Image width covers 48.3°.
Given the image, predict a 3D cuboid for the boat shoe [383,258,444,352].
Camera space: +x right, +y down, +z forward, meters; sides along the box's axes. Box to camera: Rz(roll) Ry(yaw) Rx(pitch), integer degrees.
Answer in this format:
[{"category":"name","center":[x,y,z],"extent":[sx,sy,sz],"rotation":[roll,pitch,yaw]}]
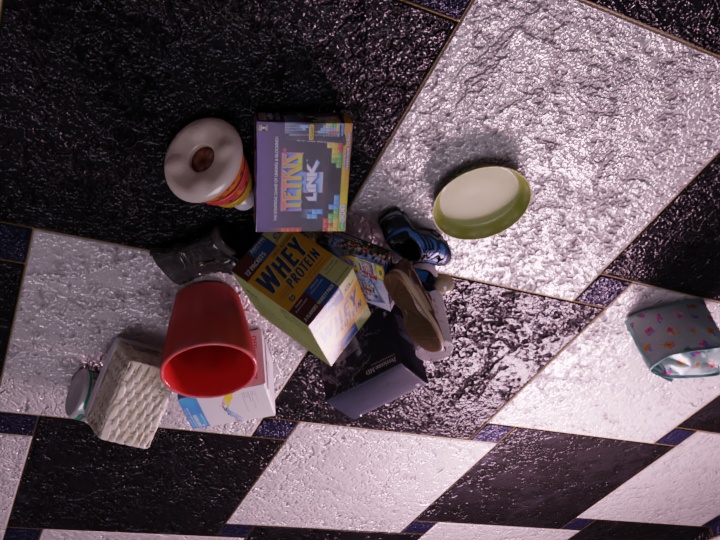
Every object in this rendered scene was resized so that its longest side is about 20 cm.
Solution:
[{"category":"boat shoe","center":[0.115,0.066,1.541],"extent":[0.071,0.072,0.202],"rotation":[-11,121,42]}]

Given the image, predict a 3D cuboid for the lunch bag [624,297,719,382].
[{"category":"lunch bag","center":[0.757,0.171,1.941],"extent":[0.196,0.172,0.123],"rotation":[-7,134,-3]}]

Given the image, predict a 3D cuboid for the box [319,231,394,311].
[{"category":"box","center":[0.000,0.000,1.580],"extent":[0.135,0.038,0.201],"rotation":[22,157,17]}]

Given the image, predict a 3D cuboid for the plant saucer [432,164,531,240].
[{"category":"plant saucer","center":[0.234,-0.138,1.565],"extent":[0.196,0.031,0.202],"rotation":[-6,141,-5]}]

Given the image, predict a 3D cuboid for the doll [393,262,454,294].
[{"category":"doll","center":[0.094,0.009,1.603],"extent":[0.197,0.049,0.136],"rotation":[17,166,27]}]

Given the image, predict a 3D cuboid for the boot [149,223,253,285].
[{"category":"boot","center":[-0.295,-0.011,1.586],"extent":[0.172,0.070,0.200],"rotation":[-21,136,22]}]

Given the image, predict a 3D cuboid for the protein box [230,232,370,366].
[{"category":"protein box","center":[-0.107,0.043,1.524],"extent":[0.136,0.197,0.201],"rotation":[-51,155,-15]}]

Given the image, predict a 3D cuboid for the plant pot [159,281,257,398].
[{"category":"plant pot","center":[-0.313,0.136,1.657],"extent":[0.196,0.180,0.202],"rotation":[-6,141,-5]}]

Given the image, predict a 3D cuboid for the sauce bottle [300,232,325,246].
[{"category":"sauce bottle","center":[-0.095,-0.080,1.536],"extent":[0.065,0.067,0.201],"rotation":[-13,142,4]}]

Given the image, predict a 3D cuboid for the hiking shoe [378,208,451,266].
[{"category":"hiking shoe","center":[0.112,-0.042,1.608],"extent":[0.198,0.088,0.074],"rotation":[26,129,-36]}]

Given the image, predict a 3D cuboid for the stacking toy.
[{"category":"stacking toy","center":[-0.231,-0.159,1.388],"extent":[0.144,0.149,0.200],"rotation":[-21,158,13]}]

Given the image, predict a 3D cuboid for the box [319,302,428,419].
[{"category":"box","center":[0.020,0.177,1.722],"extent":[0.195,0.203,0.117],"rotation":[-29,139,21]}]

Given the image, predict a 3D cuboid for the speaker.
[{"category":"speaker","center":[0.139,0.085,1.676],"extent":[0.079,0.203,0.082],"rotation":[-5,142,-4]}]

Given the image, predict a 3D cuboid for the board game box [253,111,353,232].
[{"category":"board game box","center":[-0.101,-0.167,1.382],"extent":[0.162,0.057,0.203],"rotation":[-3,119,-12]}]

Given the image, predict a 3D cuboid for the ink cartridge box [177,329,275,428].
[{"category":"ink cartridge box","center":[-0.300,0.247,1.818],"extent":[0.196,0.149,0.146],"rotation":[-9,142,0]}]

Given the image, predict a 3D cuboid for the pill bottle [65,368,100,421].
[{"category":"pill bottle","center":[-0.567,0.306,1.858],"extent":[0.198,0.115,0.113],"rotation":[23,131,-34]}]

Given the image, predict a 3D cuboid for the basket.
[{"category":"basket","center":[-0.496,0.269,1.748],"extent":[0.134,0.123,0.203],"rotation":[21,93,-33]}]
